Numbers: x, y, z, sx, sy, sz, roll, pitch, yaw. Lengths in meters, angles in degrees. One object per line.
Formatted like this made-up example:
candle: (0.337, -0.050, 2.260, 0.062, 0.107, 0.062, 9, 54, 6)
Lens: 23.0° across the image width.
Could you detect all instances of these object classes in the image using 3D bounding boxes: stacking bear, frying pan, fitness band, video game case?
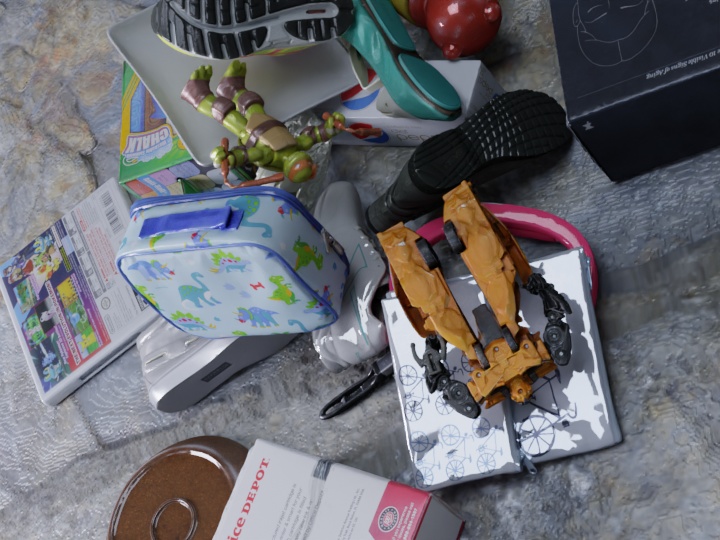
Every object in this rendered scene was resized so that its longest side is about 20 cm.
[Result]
stacking bear: (0.077, -0.290, 1.792, 0.121, 0.114, 0.201, -39, 49, 8)
frying pan: (0.039, 0.070, 1.693, 0.188, 0.031, 0.116, -13, 59, 22)
fitness band: (0.123, 0.011, 1.644, 0.198, 0.037, 0.145, 7, 71, 20)
video game case: (-0.303, 0.021, 1.934, 0.182, 0.023, 0.201, -37, 53, 11)

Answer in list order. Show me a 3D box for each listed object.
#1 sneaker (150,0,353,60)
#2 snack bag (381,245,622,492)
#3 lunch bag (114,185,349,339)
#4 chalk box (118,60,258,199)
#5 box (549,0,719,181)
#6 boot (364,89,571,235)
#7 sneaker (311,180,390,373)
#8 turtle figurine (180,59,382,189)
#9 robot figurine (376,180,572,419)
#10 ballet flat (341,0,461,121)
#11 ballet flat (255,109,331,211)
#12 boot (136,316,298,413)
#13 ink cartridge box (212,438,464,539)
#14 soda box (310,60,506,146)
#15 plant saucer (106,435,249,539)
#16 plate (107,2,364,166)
sneaker: (-0.110, -0.241, 1.751, 0.197, 0.090, 0.079, -1, 87, -13)
snack bag: (0.127, 0.090, 1.584, 0.198, 0.021, 0.191, -13, 76, 15)
lunch bag: (-0.120, -0.009, 1.655, 0.198, 0.161, 0.083, -6, 55, 33)
chalk box: (-0.172, -0.127, 1.864, 0.123, 0.124, 0.202, -15, 58, 24)
box: (0.286, -0.219, 1.625, 0.198, 0.124, 0.199, -18, 56, 23)
boot: (0.099, -0.103, 1.704, 0.199, 0.131, 0.068, -23, 80, -30)
sneaker: (0.000, 0.000, 1.722, 0.080, 0.070, 0.202, -19, 59, 28)
turtle figurine: (-0.088, -0.134, 1.705, 0.161, 0.199, 0.065, 45, 138, 25)
robot figurine: (0.103, 0.031, 1.561, 0.144, 0.058, 0.201, -30, 72, 9)
ballet flat: (0.035, -0.192, 1.735, 0.071, 0.067, 0.201, -54, 46, 27)
ballet flat: (-0.088, -0.066, 1.784, 0.071, 0.071, 0.202, 31, 103, 39)
boot: (-0.145, 0.054, 1.783, 0.199, 0.073, 0.096, -33, 60, 15)
ink cartridge box: (-0.027, 0.254, 1.598, 0.198, 0.084, 0.146, 13, 73, 33)
soda box: (0.042, -0.169, 1.790, 0.198, 0.064, 0.069, 4, 68, 34)
plant saucer: (-0.175, 0.252, 1.727, 0.198, 0.034, 0.202, -14, 59, 24)
plate: (-0.127, -0.213, 1.801, 0.199, 0.032, 0.200, -30, 65, -16)
